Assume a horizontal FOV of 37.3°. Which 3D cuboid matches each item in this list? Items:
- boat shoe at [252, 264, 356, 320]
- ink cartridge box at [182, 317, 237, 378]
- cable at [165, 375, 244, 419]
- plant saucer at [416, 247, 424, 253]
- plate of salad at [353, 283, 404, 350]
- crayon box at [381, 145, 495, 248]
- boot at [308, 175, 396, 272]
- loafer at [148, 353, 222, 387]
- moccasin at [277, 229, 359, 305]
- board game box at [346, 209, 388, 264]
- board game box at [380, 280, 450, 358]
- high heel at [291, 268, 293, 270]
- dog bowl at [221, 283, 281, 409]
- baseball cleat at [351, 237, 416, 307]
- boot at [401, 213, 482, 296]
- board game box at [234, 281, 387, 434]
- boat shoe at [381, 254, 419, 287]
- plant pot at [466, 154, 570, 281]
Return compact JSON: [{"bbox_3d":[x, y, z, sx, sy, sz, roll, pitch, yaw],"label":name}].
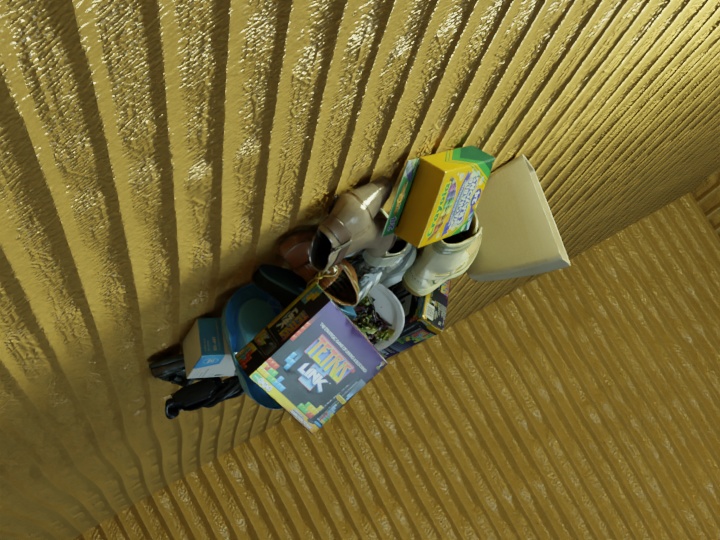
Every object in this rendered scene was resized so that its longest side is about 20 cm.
[{"bbox_3d":[-0.091,0.058,1.665,0.199,0.084,0.069,30,109,-33],"label":"boat shoe"},{"bbox_3d":[-0.187,0.127,1.782,0.197,0.068,0.116,-1,157,-23],"label":"ink cartridge box"},{"bbox_3d":[-0.248,0.216,1.885,0.198,0.051,0.163,-22,170,-3],"label":"cable"},{"bbox_3d":[0.137,-0.090,1.840,0.200,0.036,0.200,-41,169,-9],"label":"plant saucer"},{"bbox_3d":[-0.021,0.086,1.871,0.199,0.199,0.048,-37,-152,33],"label":"plate of salad"},{"bbox_3d":[0.120,-0.110,1.596,0.199,0.051,0.127,-20,135,-54],"label":"crayon box"},{"bbox_3d":[-0.016,-0.048,1.557,0.146,0.070,0.201,-43,155,-27],"label":"boot"},{"bbox_3d":[-0.293,0.174,1.861,0.071,0.064,0.199,-15,177,23],"label":"loafer"},{"bbox_3d":[-0.060,0.002,1.616,0.073,0.078,0.202,-30,147,7],"label":"moccasin"},{"bbox_3d":[-0.002,-0.048,1.759,0.125,0.035,0.200,-32,169,5],"label":"board game box"},{"bbox_3d":[0.093,0.047,1.984,0.165,0.056,0.202,-31,-144,44],"label":"board game box"},{"bbox_3d":[-0.126,0.033,1.755,0.095,0.068,0.200,-9,163,-19],"label":"high heel"},{"bbox_3d":[-0.157,0.122,1.697,0.110,0.203,0.049,-21,-177,-30],"label":"dog bowl"},{"bbox_3d":[0.000,0.000,1.750,0.199,0.070,0.107,-36,158,-4],"label":"baseball cleat"},{"bbox_3d":[0.166,-0.052,1.815,0.199,0.072,0.155,-36,165,-40],"label":"boot"},{"bbox_3d":[-0.070,0.137,1.618,0.165,0.057,0.200,-42,136,-1],"label":"board game box"},{"bbox_3d":[0.018,0.021,1.900,0.197,0.069,0.075,-15,-158,10],"label":"boat shoe"},{"bbox_3d":[0.269,-0.075,1.989,0.175,0.202,0.200,-23,171,13],"label":"plant pot"}]
